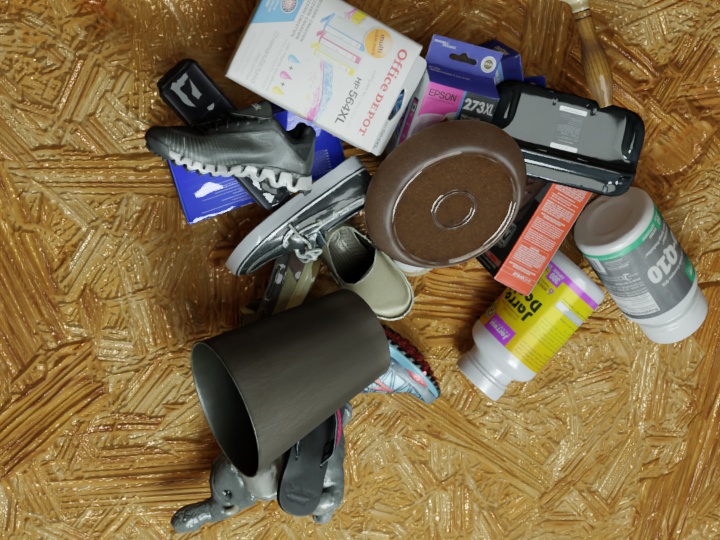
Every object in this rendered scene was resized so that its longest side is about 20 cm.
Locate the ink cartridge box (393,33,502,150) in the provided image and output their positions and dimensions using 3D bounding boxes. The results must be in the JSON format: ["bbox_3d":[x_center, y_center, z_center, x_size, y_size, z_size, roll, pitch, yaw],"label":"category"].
[{"bbox_3d":[0.095,-0.160,1.437,0.094,0.037,0.202,10,109,-25],"label":"ink cartridge box"}]

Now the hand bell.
[{"bbox_3d":[0.255,-0.286,1.445,0.103,0.104,0.203,-17,97,-12],"label":"hand bell"}]

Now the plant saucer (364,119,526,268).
[{"bbox_3d":[0.103,-0.077,1.436,0.198,0.035,0.202,-11,130,-14],"label":"plant saucer"}]

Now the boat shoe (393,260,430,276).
[{"bbox_3d":[0.118,-0.070,1.558,0.199,0.075,0.069,-36,150,-11],"label":"boat shoe"}]

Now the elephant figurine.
[{"bbox_3d":[-0.124,0.247,1.576,0.197,0.157,0.142,9,153,-17],"label":"elephant figurine"}]

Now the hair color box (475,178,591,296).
[{"bbox_3d":[0.221,-0.082,1.568,0.061,0.102,0.201,26,102,-26],"label":"hair color box"}]

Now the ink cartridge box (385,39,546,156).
[{"bbox_3d":[0.125,-0.185,1.500,0.198,0.076,0.138,-21,119,-12],"label":"ink cartridge box"}]

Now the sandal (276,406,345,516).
[{"bbox_3d":[-0.054,0.196,1.522,0.074,0.045,0.203,14,76,-21],"label":"sandal"}]

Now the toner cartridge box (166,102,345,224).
[{"bbox_3d":[-0.121,-0.133,1.449,0.198,0.043,0.096,-20,119,-11],"label":"toner cartridge box"}]

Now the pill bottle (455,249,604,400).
[{"bbox_3d":[0.216,0.071,1.635,0.104,0.104,0.200,37,97,-30],"label":"pill bottle"}]

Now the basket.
[{"bbox_3d":[-0.075,0.113,1.447,0.199,0.136,0.182,-29,130,-26],"label":"basket"}]

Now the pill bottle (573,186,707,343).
[{"bbox_3d":[0.372,-0.003,1.654,0.113,0.113,0.200,-40,121,1],"label":"pill bottle"}]

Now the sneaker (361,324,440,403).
[{"bbox_3d":[0.013,0.119,1.607,0.199,0.079,0.096,36,104,-20],"label":"sneaker"}]

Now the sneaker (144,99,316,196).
[{"bbox_3d":[-0.132,-0.143,1.344,0.198,0.066,0.092,10,105,-28],"label":"sneaker"}]

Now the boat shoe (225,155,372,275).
[{"bbox_3d":[-0.064,-0.046,1.451,0.198,0.074,0.068,-37,84,1],"label":"boat shoe"}]

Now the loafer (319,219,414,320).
[{"bbox_3d":[0.000,0.000,1.542,0.076,0.068,0.200,-43,121,3],"label":"loafer"}]

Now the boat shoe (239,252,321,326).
[{"bbox_3d":[-0.115,0.057,1.531,0.065,0.072,0.202,28,110,-4],"label":"boat shoe"}]

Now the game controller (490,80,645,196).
[{"bbox_3d":[0.237,-0.154,1.475,0.197,0.042,0.106,12,91,-13],"label":"game controller"}]

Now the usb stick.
[{"bbox_3d":[-0.145,-0.148,1.391,0.055,0.033,0.200,-44,119,-5],"label":"usb stick"}]

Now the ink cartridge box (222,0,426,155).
[{"bbox_3d":[-0.032,-0.221,1.356,0.198,0.125,0.130,26,95,-11],"label":"ink cartridge box"}]
